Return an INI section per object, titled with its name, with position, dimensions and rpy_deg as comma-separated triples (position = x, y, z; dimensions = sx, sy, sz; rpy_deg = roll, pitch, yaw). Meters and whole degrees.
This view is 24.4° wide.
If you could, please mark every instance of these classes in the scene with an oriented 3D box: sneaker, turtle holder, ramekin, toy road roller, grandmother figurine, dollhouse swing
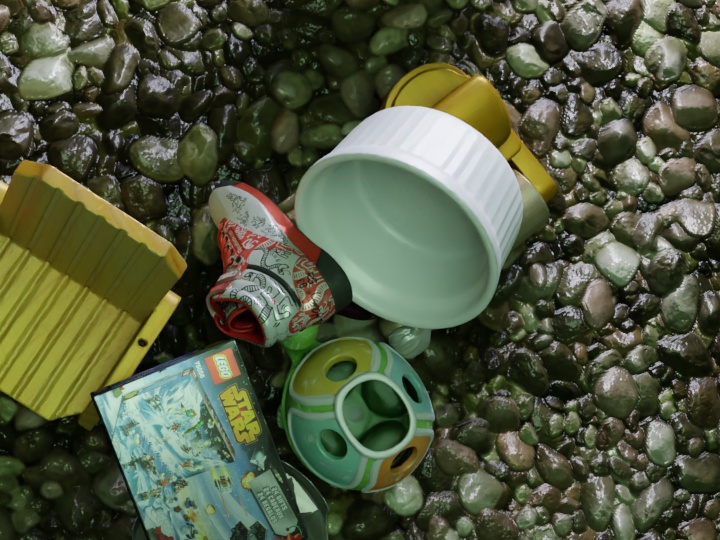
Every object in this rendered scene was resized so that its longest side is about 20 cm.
[sneaker]
position = -0.109, -0.007, 1.522
dimensions = 0.108, 0.067, 0.201
rpy_deg = -31, 50, -25
[turtle holder]
position = -0.003, 0.117, 1.557
dimensions = 0.141, 0.132, 0.186
rpy_deg = -9, 87, -12
[ramekin]
position = 0.050, -0.053, 1.508
dimensions = 0.200, 0.200, 0.098
rpy_deg = 40, 51, -6
[toy road roller]
position = 0.101, -0.106, 1.590
dimensions = 0.123, 0.146, 0.200
rpy_deg = -40, 94, -12
[grandmother figurine]
position = 0.000, 0.000, 1.607
dimensions = 0.121, 0.061, 0.200
rpy_deg = -41, 97, -20
[dollhouse swing]
position = -0.277, 0.026, 1.486
dimensions = 0.200, 0.176, 0.182
rpy_deg = 34, 79, -8

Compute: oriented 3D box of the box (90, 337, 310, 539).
[box]
position = -0.144, 0.177, 1.499
dimensions = 0.137, 0.040, 0.200
rpy_deg = -21, 97, -13

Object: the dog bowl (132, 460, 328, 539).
[dog bowl]
position = -0.121, 0.268, 1.557
dimensions = 0.200, 0.059, 0.200
rpy_deg = 1, 85, -11
